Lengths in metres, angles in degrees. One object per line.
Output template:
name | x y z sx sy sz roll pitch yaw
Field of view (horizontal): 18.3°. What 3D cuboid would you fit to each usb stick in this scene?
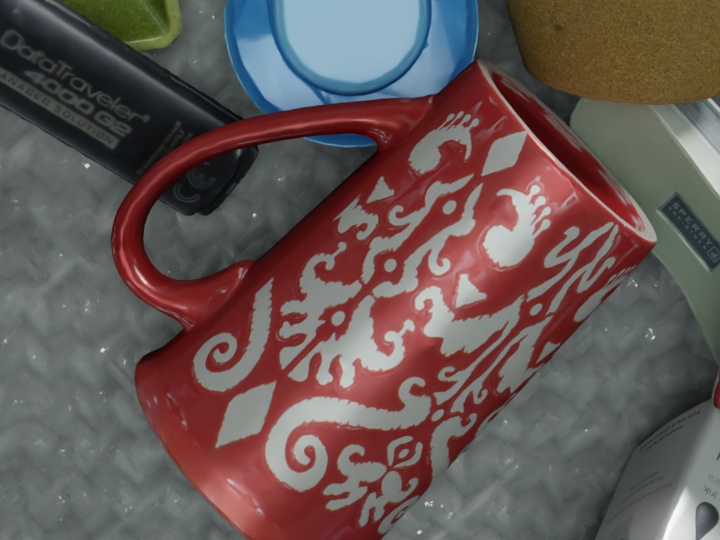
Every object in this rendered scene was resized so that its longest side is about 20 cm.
usb stick | -0.133 -0.088 0.960 0.199 0.033 0.056 32 111 -28

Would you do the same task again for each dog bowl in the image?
dog bowl | -0.007 -0.156 0.981 0.111 0.050 0.202 -4 98 -2

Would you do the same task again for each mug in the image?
mug | 0.005 0.008 0.938 0.200 0.134 0.177 -44 124 13

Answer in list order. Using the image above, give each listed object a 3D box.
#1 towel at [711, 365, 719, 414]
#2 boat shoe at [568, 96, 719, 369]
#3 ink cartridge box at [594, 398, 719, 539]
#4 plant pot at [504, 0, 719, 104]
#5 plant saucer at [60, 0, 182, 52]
towel | 0.255 0.019 0.908 0.199 0.023 0.145 17 95 16
boat shoe | 0.175 -0.011 0.989 0.201 0.071 0.070 53 132 4
ink cartridge box | 0.159 0.179 0.968 0.145 0.085 0.201 34 58 -7
plant pot | 0.121 -0.179 0.934 0.185 0.187 0.201 2 113 -3
plant saucer | -0.188 -0.171 0.937 0.198 0.048 0.201 -10 132 -1
